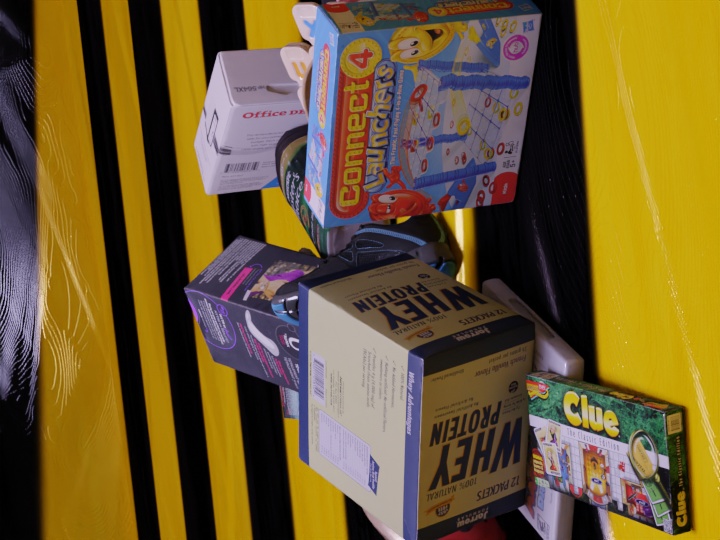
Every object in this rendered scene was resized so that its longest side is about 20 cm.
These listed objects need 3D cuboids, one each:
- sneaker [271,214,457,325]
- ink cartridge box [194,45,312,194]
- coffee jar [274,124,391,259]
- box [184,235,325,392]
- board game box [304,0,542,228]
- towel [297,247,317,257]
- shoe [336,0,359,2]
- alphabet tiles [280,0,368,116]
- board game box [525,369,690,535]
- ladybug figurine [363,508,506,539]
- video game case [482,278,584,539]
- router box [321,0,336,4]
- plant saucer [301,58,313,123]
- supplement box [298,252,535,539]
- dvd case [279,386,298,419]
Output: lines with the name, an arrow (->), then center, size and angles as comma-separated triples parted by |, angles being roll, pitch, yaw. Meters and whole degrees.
sneaker -> 0.000, 0.000, 1.716 | 0.073, 0.199, 0.082 | 68, -175, -57
ink cartridge box -> -0.115, -0.185, 2.011 | 0.200, 0.145, 0.085 | 116, 143, -57
coffee jar -> -0.035, -0.085, 1.912 | 0.200, 0.085, 0.105 | -122, 21, -49
box -> -0.083, 0.054, 1.849 | 0.199, 0.106, 0.123 | 17, 139, 38
board game box -> 0.054, -0.146, 1.474 | 0.056, 0.194, 0.201 | -123, 30, -49
towel -> -0.047, 0.038, 1.964 | 0.133, 0.034, 0.200 | 47, 167, -2
shoe -> 0.020, -0.313, 1.628 | 0.071, 0.090, 0.202 | -43, -49, -63
alphabet tiles -> 0.010, -0.190, 1.658 | 0.199, 0.015, 0.196 | 5, 132, 38
board game box -> 0.207, 0.151, 1.390 | 0.200, 0.023, 0.106 | 10, 107, 62
ladybug figurine -> 0.080, 0.245, 1.656 | 0.200, 0.135, 0.072 | 40, 115, 44
video game case -> 0.157, 0.135, 1.557 | 0.182, 0.024, 0.201 | -132, 38, -58
router box -> 0.009, -0.205, 1.790 | 0.157, 0.052, 0.202 | -142, 47, -62
plant saucer -> 0.034, -0.152, 1.635 | 0.199, 0.035, 0.201 | 24, 142, 20
supplement box -> 0.049, 0.119, 1.560 | 0.199, 0.134, 0.201 | 30, 127, 48
dvd case -> -0.079, 0.132, 2.232 | 0.200, 0.022, 0.147 | 167, 94, -70
